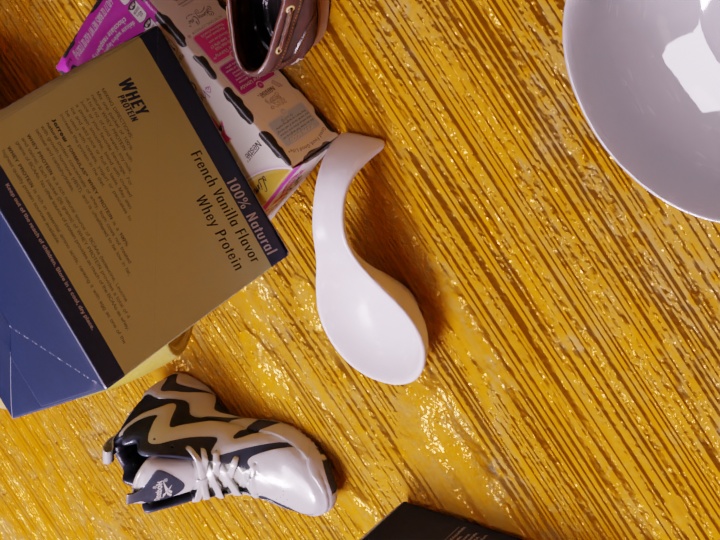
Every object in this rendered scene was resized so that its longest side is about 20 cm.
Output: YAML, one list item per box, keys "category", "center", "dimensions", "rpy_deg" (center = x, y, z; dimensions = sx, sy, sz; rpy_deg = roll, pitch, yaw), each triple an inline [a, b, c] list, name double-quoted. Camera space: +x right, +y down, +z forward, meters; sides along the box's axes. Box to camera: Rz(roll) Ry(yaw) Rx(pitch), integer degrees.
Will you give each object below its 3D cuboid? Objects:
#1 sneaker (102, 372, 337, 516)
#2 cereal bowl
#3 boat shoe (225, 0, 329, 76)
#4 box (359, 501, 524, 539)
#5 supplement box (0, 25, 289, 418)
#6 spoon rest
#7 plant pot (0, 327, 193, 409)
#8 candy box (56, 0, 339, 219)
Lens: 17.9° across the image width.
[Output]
- category: "sneaker"
  center: [-0.127, 0.169, 1.882]
  dimensions: [0.199, 0.130, 0.080]
  rpy_deg: [32, 137, 23]
- category: "cereal bowl"
  center: [0.224, -0.133, 1.366]
  dimensions: [0.200, 0.083, 0.200]
  rpy_deg: [25, 133, 29]
- category: "boat shoe"
  center: [-0.060, -0.228, 1.580]
  dimensions: [0.070, 0.070, 0.200]
  rpy_deg: [21, 130, 33]
- category: "box"
  center: [0.091, 0.291, 1.781]
  dimensions: [0.200, 0.107, 0.149]
  rpy_deg: [14, 128, 35]
- category: "supplement box"
  center: [-0.199, -0.035, 1.653]
  dimensions: [0.134, 0.200, 0.200]
  rpy_deg: [-18, 105, 50]
- category: "spoon rest"
  center: [0.000, 0.000, 1.693]
  dimensions: [0.099, 0.061, 0.200]
  rpy_deg: [13, 125, 37]
- category: "plant pot"
  center: [-0.211, 0.015, 1.828]
  dimensions: [0.142, 0.200, 0.200]
  rpy_deg: [3, 123, 12]
- category: "candy box"
  center: [-0.126, -0.127, 1.720]
  dimensions: [0.200, 0.061, 0.136]
  rpy_deg: [48, 139, 5]
